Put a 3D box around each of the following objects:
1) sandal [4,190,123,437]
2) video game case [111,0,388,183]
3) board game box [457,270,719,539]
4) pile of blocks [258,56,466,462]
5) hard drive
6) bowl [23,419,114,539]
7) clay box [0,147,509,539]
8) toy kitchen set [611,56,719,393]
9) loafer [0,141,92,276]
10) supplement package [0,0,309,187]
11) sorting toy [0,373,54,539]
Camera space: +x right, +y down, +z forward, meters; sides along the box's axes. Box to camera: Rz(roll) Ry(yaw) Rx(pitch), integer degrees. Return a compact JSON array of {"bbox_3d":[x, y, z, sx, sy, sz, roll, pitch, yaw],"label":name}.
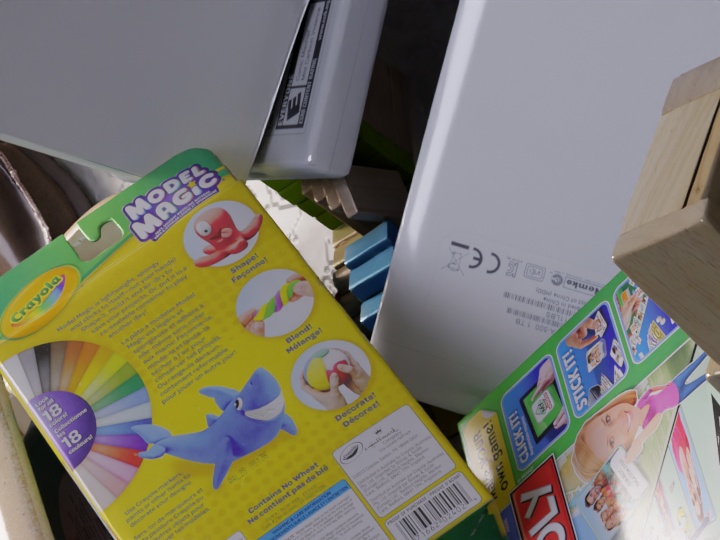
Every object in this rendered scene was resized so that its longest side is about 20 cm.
[{"bbox_3d":[-0.125,0.056,1.310,0.212,0.077,0.070,-49,24,41],"label":"sandal"},{"bbox_3d":[-0.033,-0.134,1.200,0.182,0.023,0.201,1,77,60],"label":"video game case"},{"bbox_3d":[0.102,0.089,1.003,0.135,0.029,0.201,-44,38,27],"label":"board game box"},{"bbox_3d":[0.000,0.000,1.182,0.062,0.082,0.201,-31,69,27],"label":"pile of blocks"},{"bbox_3d":[0.088,-0.036,1.092,0.131,0.025,0.201,17,106,7],"label":"hard drive"},{"bbox_3d":[-0.068,0.101,1.202,0.201,0.104,0.202,37,136,47],"label":"bowl"},{"bbox_3d":[-0.048,0.055,1.070,0.115,0.048,0.200,-34,55,-7],"label":"clay box"},{"bbox_3d":[0.220,-0.024,0.921,0.180,0.200,0.164,-24,32,43],"label":"toy kitchen set"},{"bbox_3d":[-0.188,-0.037,1.388,0.200,0.071,0.073,53,125,31],"label":"loafer"},{"bbox_3d":[-0.118,-0.150,1.182,0.200,0.146,0.193,26,98,62],"label":"supplement package"},{"bbox_3d":[-0.144,0.117,1.193,0.201,0.036,0.186,101,152,-51],"label":"sorting toy"}]
